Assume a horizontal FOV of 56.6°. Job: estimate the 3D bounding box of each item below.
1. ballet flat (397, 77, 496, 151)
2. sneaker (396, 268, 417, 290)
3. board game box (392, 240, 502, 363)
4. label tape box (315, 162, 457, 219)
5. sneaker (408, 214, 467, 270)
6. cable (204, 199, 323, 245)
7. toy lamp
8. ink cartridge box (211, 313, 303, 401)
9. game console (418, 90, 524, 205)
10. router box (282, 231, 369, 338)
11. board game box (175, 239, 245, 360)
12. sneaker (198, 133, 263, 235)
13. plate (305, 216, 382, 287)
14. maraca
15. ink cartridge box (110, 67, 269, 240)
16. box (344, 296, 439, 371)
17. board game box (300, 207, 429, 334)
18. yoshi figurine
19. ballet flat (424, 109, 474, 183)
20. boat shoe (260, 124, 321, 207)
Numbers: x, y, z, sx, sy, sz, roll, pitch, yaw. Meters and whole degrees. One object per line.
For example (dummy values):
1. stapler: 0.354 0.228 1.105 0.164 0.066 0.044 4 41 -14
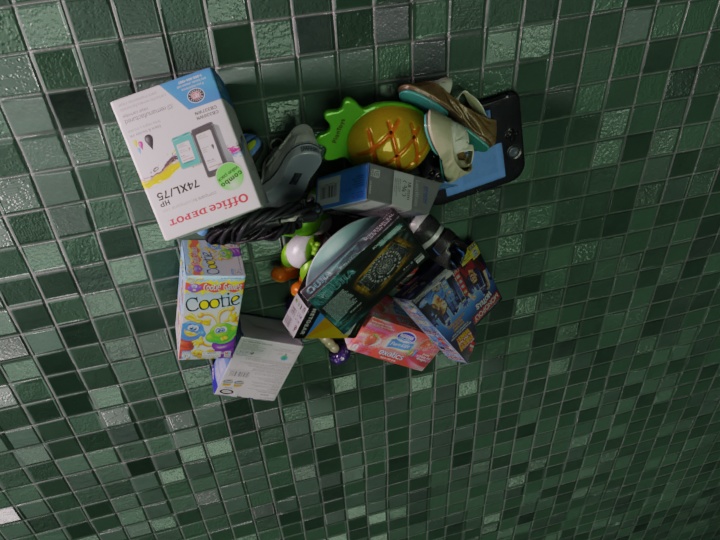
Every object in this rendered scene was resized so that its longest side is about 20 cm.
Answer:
1. ballet flat: 0.152 -0.274 1.115 0.200 0.068 0.072 26 78 -21
2. sneaker: 0.015 0.007 1.299 0.200 0.078 0.082 6 127 -23
3. board game box: 0.190 0.076 1.356 0.200 0.062 0.200 -40 115 -25
4. label tape box: 0.046 -0.122 1.135 0.200 0.144 0.063 8 82 -37
5. sneaker: 0.135 -0.038 1.220 0.073 0.112 0.200 -51 172 -3
6. cable: -0.166 -0.065 1.068 0.200 0.051 0.163 -14 -174 39
7. toy lamp: -0.088 0.122 1.374 0.058 0.058 0.200 -32 133 9
8. ink cartridge box: -0.220 0.191 1.371 0.136 0.076 0.200 13 122 -26
9. game console: 0.198 -0.216 1.208 0.200 0.031 0.177 -19 132 -4
10. router box: -0.033 0.031 1.193 0.149 0.051 0.200 4 124 -41
11. board game box: -0.277 0.055 1.220 0.103 0.105 0.200 0 129 -20
12. sneaker: -0.214 -0.142 1.114 0.083 0.071 0.200 3 128 -45
13. plate: 0.000 0.000 1.128 0.200 0.026 0.200 -23 138 -23
14. maraca: 0.026 -0.218 1.095 0.200 0.107 0.137 6 127 -23
15. ink cartridge box: -0.238 -0.163 0.970 0.146 0.146 0.200 -20 98 -2
16. box: 0.065 0.123 1.397 0.200 0.103 0.095 21 118 -30
17. board game box: 0.011 0.004 1.098 0.200 0.028 0.135 -42 141 -1
18. yoshi figurine: -0.108 -0.052 1.191 0.112 0.112 0.200 10 119 -16
19. ballet flat: 0.153 -0.208 1.106 0.069 0.070 0.200 -29 158 6
20. boat shoe: -0.126 -0.176 1.105 0.074 0.086 0.202 1 157 -25
